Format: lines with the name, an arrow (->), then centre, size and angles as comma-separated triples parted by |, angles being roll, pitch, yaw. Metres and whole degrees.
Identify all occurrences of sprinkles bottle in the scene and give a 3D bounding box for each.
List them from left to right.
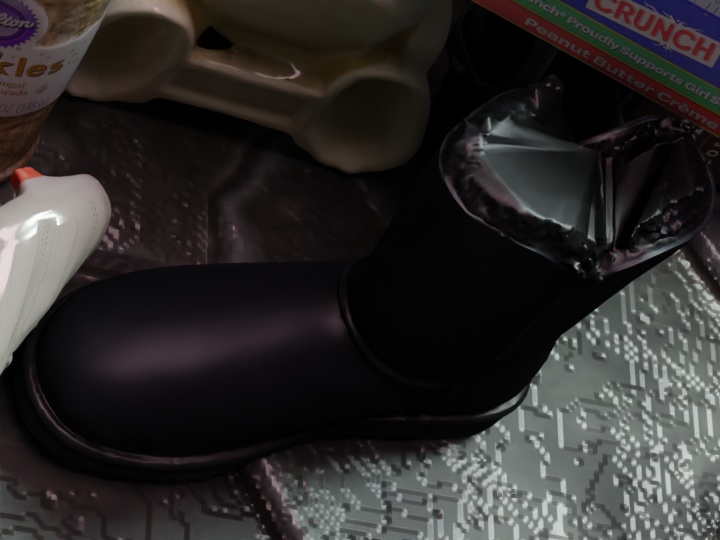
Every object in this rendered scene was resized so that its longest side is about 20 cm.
sprinkles bottle -> -0.110, -0.104, 0.957 | 0.068, 0.200, 0.068 | 12, 56, -18

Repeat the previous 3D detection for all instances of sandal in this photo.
sandal -> 0.060, -0.086, 1.095 | 0.076, 0.043, 0.200 | -11, 38, 18

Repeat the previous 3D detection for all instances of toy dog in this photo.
toy dog -> -0.025, -0.167, 1.048 | 0.139, 0.194, 0.200 | 10, 65, -8

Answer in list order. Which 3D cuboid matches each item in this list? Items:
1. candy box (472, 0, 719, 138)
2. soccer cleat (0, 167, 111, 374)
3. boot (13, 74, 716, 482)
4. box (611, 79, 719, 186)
candy box -> 0.133, -0.147, 0.973 | 0.169, 0.077, 0.200 | 30, 55, -4
soccer cleat -> -0.147, 0.042, 0.939 | 0.200, 0.069, 0.078 | -40, 86, -30
boot -> 0.000, 0.000, 0.963 | 0.200, 0.168, 0.076 | -1, 63, -25
box -> 0.220, -0.124, 1.143 | 0.200, 0.166, 0.164 | 15, 56, -14
